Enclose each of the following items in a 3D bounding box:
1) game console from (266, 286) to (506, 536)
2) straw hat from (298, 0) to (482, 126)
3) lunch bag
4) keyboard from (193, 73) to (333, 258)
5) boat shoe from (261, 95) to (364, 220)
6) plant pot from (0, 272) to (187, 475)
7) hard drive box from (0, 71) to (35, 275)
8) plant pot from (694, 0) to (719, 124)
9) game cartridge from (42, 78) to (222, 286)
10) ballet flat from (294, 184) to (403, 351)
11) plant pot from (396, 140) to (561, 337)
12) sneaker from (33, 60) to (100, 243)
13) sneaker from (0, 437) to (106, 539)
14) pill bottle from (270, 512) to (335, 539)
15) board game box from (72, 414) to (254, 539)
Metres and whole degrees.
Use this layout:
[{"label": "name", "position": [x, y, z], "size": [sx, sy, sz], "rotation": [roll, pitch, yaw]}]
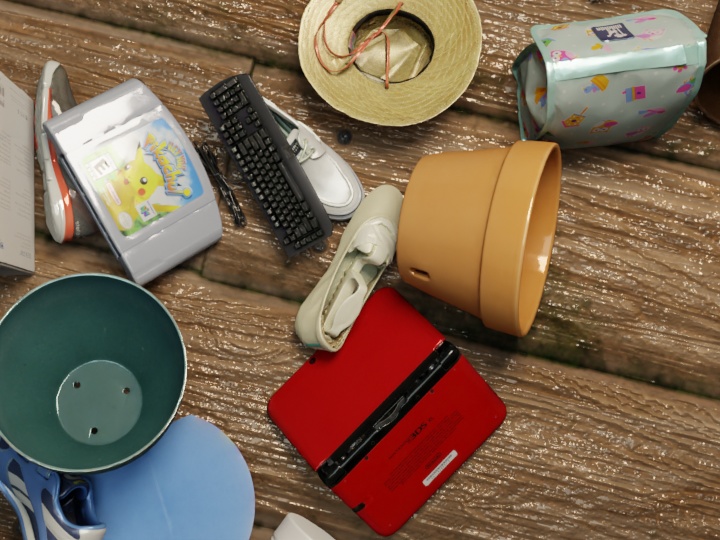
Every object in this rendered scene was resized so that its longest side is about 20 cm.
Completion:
[{"label": "game console", "position": [0.030, 0.155, 1.157], "size": [0.200, 0.119, 0.173], "rotation": [-44, 117, -3]}, {"label": "straw hat", "position": [0.035, -0.243, 1.161], "size": [0.198, 0.085, 0.204], "rotation": [-1, 82, 5]}, {"label": "lunch bag", "position": [0.256, -0.201, 1.099], "size": [0.168, 0.200, 0.124], "rotation": [-6, 85, 0]}, {"label": "keyboard", "position": [-0.119, -0.105, 1.145], "size": [0.126, 0.021, 0.202], "rotation": [-26, 96, 38]}, {"label": "boat shoe", "position": [-0.080, -0.128, 1.159], "size": [0.199, 0.067, 0.074], "rotation": [37, 86, 3]}, {"label": "plant pot", "position": [-0.278, 0.121, 1.092], "size": [0.197, 0.135, 0.203], "rotation": [3, 69, -7]}, {"label": "hard drive box", "position": [-0.405, -0.101, 1.112], "size": [0.076, 0.156, 0.203], "rotation": [-2, 84, 0]}, {"label": "plant pot", "position": [0.461, -0.278, 1.132], "size": [0.184, 0.187, 0.203], "rotation": [10, 70, 1]}, {"label": "game cartridge", "position": [-0.238, -0.100, 1.139], "size": [0.133, 0.040, 0.202], "rotation": [-33, 98, -27]}, {"label": "ballet flat", "position": [0.000, 0.000, 1.144], "size": [0.069, 0.069, 0.202], "rotation": [29, 87, 3]}, {"label": "plant pot", "position": [0.123, -0.043, 1.098], "size": [0.138, 0.200, 0.203], "rotation": [11, 84, 17]}, {"label": "sneaker", "position": [-0.316, -0.132, 1.168], "size": [0.081, 0.077, 0.203], "rotation": [-6, 88, -24]}, {"label": "sneaker", "position": [-0.328, 0.222, 1.101], "size": [0.082, 0.074, 0.201], "rotation": [-43, 69, 21]}, {"label": "pill bottle", "position": [-0.094, 0.363, 1.090], "size": [0.113, 0.114, 0.201], "rotation": [35, 85, 3]}, {"label": "board game box", "position": [-0.211, 0.254, 1.138], "size": [0.198, 0.039, 0.160], "rotation": [-21, 76, -2]}]
